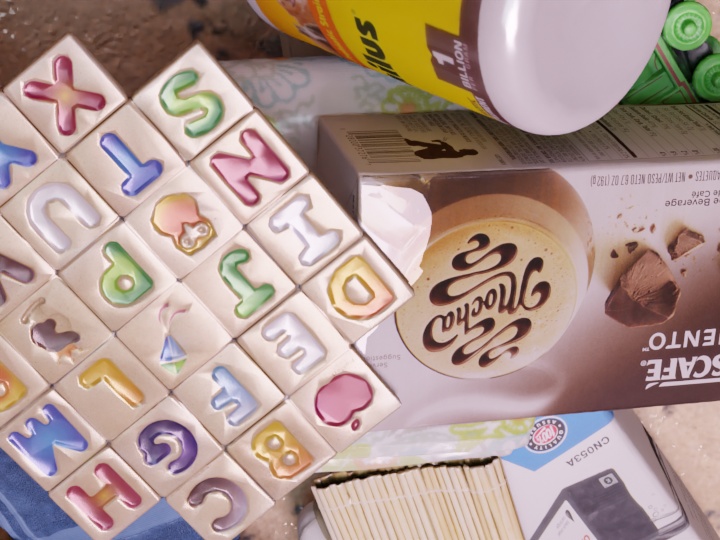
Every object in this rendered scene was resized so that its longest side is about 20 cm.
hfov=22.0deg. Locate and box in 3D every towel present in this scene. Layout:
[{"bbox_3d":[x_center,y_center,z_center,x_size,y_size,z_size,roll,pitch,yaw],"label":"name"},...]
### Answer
[{"bbox_3d":[0.000,0.000,0.836,0.170,0.048,0.202,-5,114,-15],"label":"towel"},{"bbox_3d":[-0.128,0.105,0.921,0.111,0.049,0.201,-17,141,0],"label":"towel"}]

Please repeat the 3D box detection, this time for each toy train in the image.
[{"bbox_3d":[0.139,-0.090,0.836,0.056,0.042,0.201,-32,113,9],"label":"toy train"}]

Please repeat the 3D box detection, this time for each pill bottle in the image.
[{"bbox_3d":[0.022,-0.134,0.757,0.109,0.199,0.110,-25,128,-37],"label":"pill bottle"}]

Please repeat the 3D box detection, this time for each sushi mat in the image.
[{"bbox_3d":[0.048,0.175,0.941,0.095,0.012,0.201,-10,122,16],"label":"sushi mat"}]

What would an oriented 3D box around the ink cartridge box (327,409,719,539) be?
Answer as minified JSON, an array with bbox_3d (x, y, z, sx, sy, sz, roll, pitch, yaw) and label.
[{"bbox_3d":[0.094,0.133,0.983,0.145,0.084,0.200,-33,115,9],"label":"ink cartridge box"}]

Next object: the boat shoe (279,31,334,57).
[{"bbox_3d":[0.016,-0.085,0.893,0.072,0.063,0.202,-6,108,35],"label":"boat shoe"}]

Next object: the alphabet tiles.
[{"bbox_3d":[-0.082,0.014,0.714,0.166,0.006,0.200,-38,112,9],"label":"alphabet tiles"}]

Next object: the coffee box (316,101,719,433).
[{"bbox_3d":[0.084,-0.005,0.786,0.198,0.080,0.114,-3,113,-14],"label":"coffee box"}]

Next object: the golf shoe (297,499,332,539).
[{"bbox_3d":[0.000,0.212,1.016,0.091,0.073,0.201,-21,116,5],"label":"golf shoe"}]
